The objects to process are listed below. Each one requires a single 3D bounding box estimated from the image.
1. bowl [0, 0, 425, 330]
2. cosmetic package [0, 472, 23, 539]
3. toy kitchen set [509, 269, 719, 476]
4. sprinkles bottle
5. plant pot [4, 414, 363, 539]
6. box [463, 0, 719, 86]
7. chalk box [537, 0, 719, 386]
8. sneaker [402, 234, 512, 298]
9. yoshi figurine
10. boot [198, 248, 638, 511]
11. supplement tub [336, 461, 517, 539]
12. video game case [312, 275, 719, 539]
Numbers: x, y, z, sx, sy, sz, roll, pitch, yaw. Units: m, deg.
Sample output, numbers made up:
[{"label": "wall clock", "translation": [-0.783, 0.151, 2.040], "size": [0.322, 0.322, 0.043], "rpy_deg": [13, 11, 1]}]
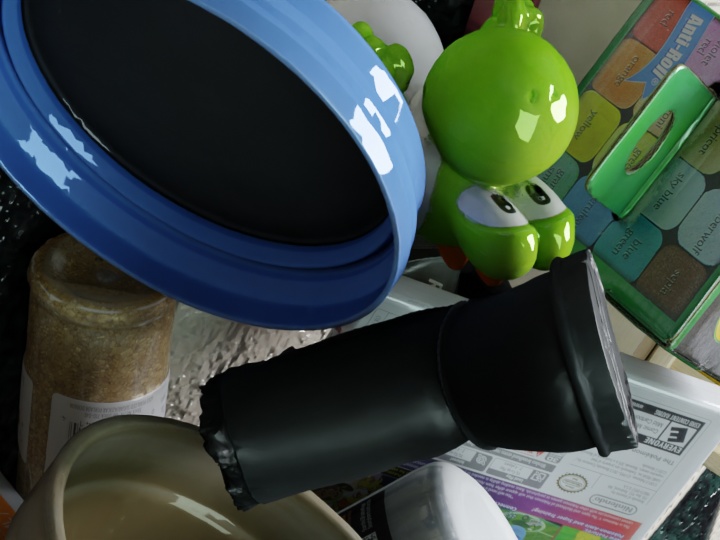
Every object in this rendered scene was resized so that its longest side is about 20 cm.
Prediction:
[{"label": "bowl", "translation": [-0.065, -0.057, 0.850], "size": [0.039, 0.200, 0.201], "rpy_deg": [-58, 148, -31]}, {"label": "cosmetic package", "translation": [-0.229, 0.152, 0.933], "size": [0.199, 0.101, 0.072], "rpy_deg": [-17, 130, -33]}, {"label": "toy kitchen set", "translation": [0.179, -0.023, 1.185], "size": [0.164, 0.180, 0.200], "rpy_deg": [-57, 179, 15]}, {"label": "sprinkles bottle", "translation": [-0.122, 0.081, 0.997], "size": [0.068, 0.068, 0.201], "rpy_deg": [-15, 130, -34]}, {"label": "plant pot", "translation": [-0.089, 0.187, 0.886], "size": [0.199, 0.201, 0.174], "rpy_deg": [15, 125, -47]}, {"label": "box", "translation": [0.138, -0.136, 1.026], "size": [0.127, 0.109, 0.201], "rpy_deg": [-5, 125, -39]}, {"label": "chalk box", "translation": [0.154, -0.030, 0.948], "size": [0.125, 0.124, 0.200], "rpy_deg": [-51, 139, 6]}, {"label": "sneaker", "translation": [0.000, 0.000, 1.025], "size": [0.199, 0.090, 0.067], "rpy_deg": [7, 116, -45]}, {"label": "yoshi figurine", "translation": [0.025, -0.085, 0.889], "size": [0.112, 0.200, 0.112], "rpy_deg": [-39, 146, -4]}, {"label": "boot", "translation": [0.019, 0.046, 0.834], "size": [0.161, 0.074, 0.198], "rpy_deg": [-13, 178, 5]}, {"label": "supplement tub", "translation": [-0.016, 0.183, 1.012], "size": [0.199, 0.123, 0.123], "rpy_deg": [-29, 142, 11]}, {"label": "video game case", "translation": [0.051, 0.098, 1.053], "size": [0.199, 0.023, 0.183], "rpy_deg": [19, 123, -23]}]
